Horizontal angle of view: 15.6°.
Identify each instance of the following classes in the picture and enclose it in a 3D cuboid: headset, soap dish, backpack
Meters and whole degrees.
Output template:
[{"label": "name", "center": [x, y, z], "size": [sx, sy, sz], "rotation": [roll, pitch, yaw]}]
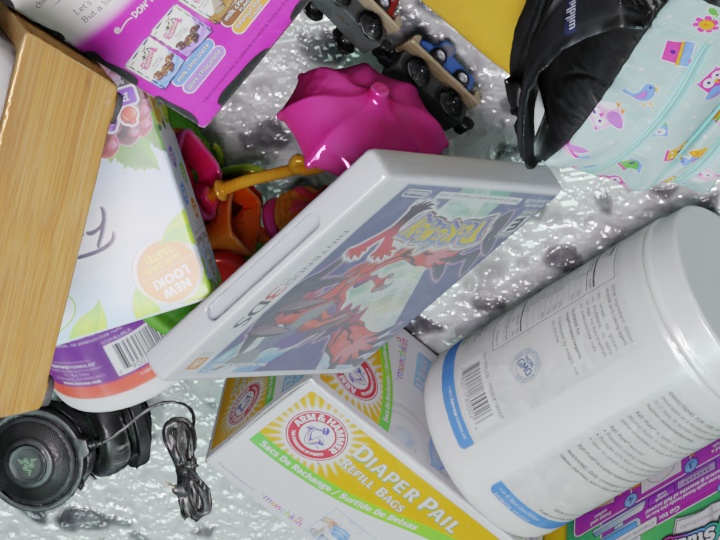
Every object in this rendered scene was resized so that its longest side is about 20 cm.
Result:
[{"label": "headset", "center": [-0.175, 0.119, 1.650], "size": [0.199, 0.123, 0.095], "rotation": [-10, 99, 41]}, {"label": "soap dish", "center": [-0.184, -0.031, 1.328], "size": [0.081, 0.157, 0.201], "rotation": [13, 99, -15]}, {"label": "backpack", "center": [0.151, -0.127, 1.323], "size": [0.126, 0.167, 0.200], "rotation": [16, 135, -12]}]

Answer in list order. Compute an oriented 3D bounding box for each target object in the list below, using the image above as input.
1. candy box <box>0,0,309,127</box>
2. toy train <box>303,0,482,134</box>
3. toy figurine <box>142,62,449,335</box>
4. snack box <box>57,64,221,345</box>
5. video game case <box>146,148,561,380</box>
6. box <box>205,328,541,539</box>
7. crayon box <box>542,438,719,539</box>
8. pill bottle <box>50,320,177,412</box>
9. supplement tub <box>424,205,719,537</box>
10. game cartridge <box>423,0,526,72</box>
[{"label": "candy box", "center": [-0.119, -0.182, 1.311], "size": [0.200, 0.061, 0.136], "rotation": [32, 111, -26]}, {"label": "toy train", "center": [-0.003, -0.151, 1.488], "size": [0.200, 0.046, 0.034], "rotation": [43, 138, -22]}, {"label": "toy figurine", "center": [-0.027, -0.041, 1.501], "size": [0.183, 0.151, 0.200], "rotation": [-19, 135, 30]}, {"label": "snack box", "center": [-0.192, -0.026, 1.427], "size": [0.199, 0.053, 0.143], "rotation": [-17, 99, 6]}, {"label": "video game case", "center": [0.000, 0.000, 1.460], "size": [0.182, 0.200, 0.023], "rotation": [-41, 70, 25]}, {"label": "box", "center": [0.013, 0.115, 1.650], "size": [0.200, 0.113, 0.101], "rotation": [39, 123, -20]}, {"label": "crayon box", "center": [0.202, 0.144, 1.604], "size": [0.200, 0.173, 0.058], "rotation": [-34, 120, 29]}, {"label": "pill bottle", "center": [-0.174, -0.023, 1.569], "size": [0.111, 0.112, 0.201], "rotation": [-13, 124, 18]}, {"label": "supplement tub", "center": [0.149, 0.064, 1.578], "size": [0.200, 0.132, 0.132], "rotation": [-32, 118, 29]}, {"label": "game cartridge", "center": [0.096, -0.199, 1.398], "size": [0.200, 0.033, 0.176], "rotation": [38, 124, -21]}]
